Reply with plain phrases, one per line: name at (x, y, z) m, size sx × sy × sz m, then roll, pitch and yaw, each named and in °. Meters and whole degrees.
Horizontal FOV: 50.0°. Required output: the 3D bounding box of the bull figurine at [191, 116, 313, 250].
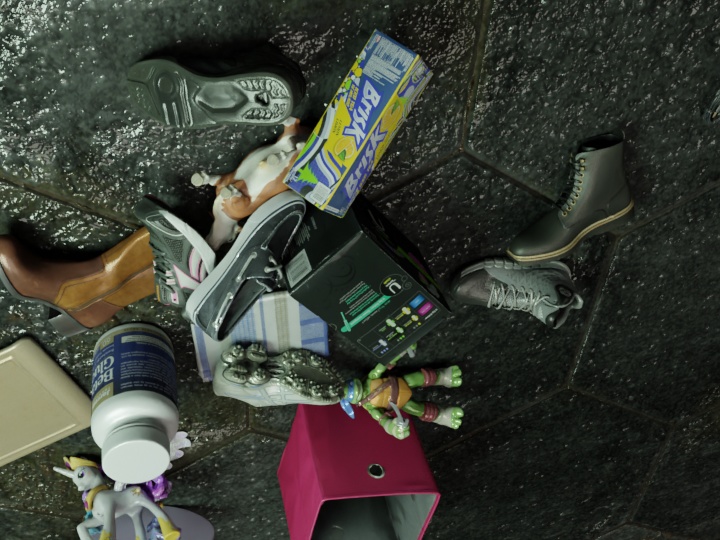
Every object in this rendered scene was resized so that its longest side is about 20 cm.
bull figurine at (-0.128, -0.107, 0.923) m, size 0.200 × 0.065 × 0.121 m, roll -41°, pitch 168°, yaw 6°

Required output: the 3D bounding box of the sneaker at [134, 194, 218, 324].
sneaker at (-0.218, 0.000, 0.937) m, size 0.086 × 0.080 × 0.201 m, roll -44°, pitch 135°, yaw -14°

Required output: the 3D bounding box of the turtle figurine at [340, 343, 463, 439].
turtle figurine at (0.082, 0.181, 1.186) m, size 0.192 × 0.144 × 0.201 m, roll 10°, pitch 128°, yaw -29°

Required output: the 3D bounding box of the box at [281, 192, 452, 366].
box at (0.000, 0.000, 1.008) m, size 0.124 × 0.149 × 0.200 m, roll -39°, pitch 129°, yaw 14°

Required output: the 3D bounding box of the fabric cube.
fabric cube at (-0.010, 0.344, 1.249) m, size 0.194 × 0.200 × 0.201 m, roll 3°, pitch 127°, yaw -19°

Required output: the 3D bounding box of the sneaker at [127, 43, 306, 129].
sneaker at (-0.150, -0.204, 0.849) m, size 0.198 × 0.114 × 0.077 m, roll 3°, pitch 115°, yaw 15°

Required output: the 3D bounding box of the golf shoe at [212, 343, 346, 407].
golf shoe at (-0.122, 0.165, 1.135) m, size 0.199 × 0.079 × 0.097 m, roll 17°, pitch 137°, yaw -22°

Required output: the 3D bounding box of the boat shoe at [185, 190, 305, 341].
boat shoe at (-0.124, -0.003, 0.923) m, size 0.200 × 0.068 × 0.072 m, roll -49°, pitch 152°, yaw -4°

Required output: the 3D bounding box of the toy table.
toy table at (-0.351, 0.476, 1.272) m, size 0.198 × 0.184 × 0.118 m, roll 12°, pitch 108°, yaw -11°

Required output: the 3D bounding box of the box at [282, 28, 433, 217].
box at (-0.002, -0.163, 0.882) m, size 0.201 × 0.064 × 0.070 m, roll -57°, pitch 162°, yaw 8°

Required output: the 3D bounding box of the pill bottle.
pill bottle at (-0.297, 0.174, 1.018) m, size 0.110 × 0.201 × 0.112 m, roll -9°, pitch 130°, yaw -11°

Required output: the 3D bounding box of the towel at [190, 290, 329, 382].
towel at (-0.145, 0.090, 1.117) m, size 0.198 × 0.024 × 0.148 m, roll -10°, pitch 130°, yaw -10°

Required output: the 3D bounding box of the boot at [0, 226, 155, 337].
boot at (-0.321, -0.012, 0.949) m, size 0.199 × 0.069 × 0.189 m, roll -26°, pitch 131°, yaw 2°

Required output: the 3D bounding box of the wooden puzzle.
wooden puzzle at (-0.500, 0.191, 1.080) m, size 0.199 × 0.037 × 0.186 m, roll -27°, pitch 131°, yaw -1°

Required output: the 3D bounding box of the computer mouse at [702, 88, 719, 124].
computer mouse at (0.524, -0.285, 1.031) m, size 0.058 × 0.034 × 0.201 m, roll 0°, pitch 135°, yaw -39°

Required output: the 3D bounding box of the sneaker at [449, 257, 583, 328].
sneaker at (0.239, 0.039, 1.138) m, size 0.198 × 0.116 × 0.076 m, roll -6°, pitch 130°, yaw -13°

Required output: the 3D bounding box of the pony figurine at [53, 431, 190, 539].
pony figurine at (-0.348, 0.344, 1.170) m, size 0.192 × 0.200 × 0.168 m, roll 1°, pitch 122°, yaw -38°

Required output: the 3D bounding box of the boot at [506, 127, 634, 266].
boot at (0.285, -0.104, 1.075) m, size 0.199 × 0.077 × 0.139 m, roll -29°, pitch 128°, yaw -12°
